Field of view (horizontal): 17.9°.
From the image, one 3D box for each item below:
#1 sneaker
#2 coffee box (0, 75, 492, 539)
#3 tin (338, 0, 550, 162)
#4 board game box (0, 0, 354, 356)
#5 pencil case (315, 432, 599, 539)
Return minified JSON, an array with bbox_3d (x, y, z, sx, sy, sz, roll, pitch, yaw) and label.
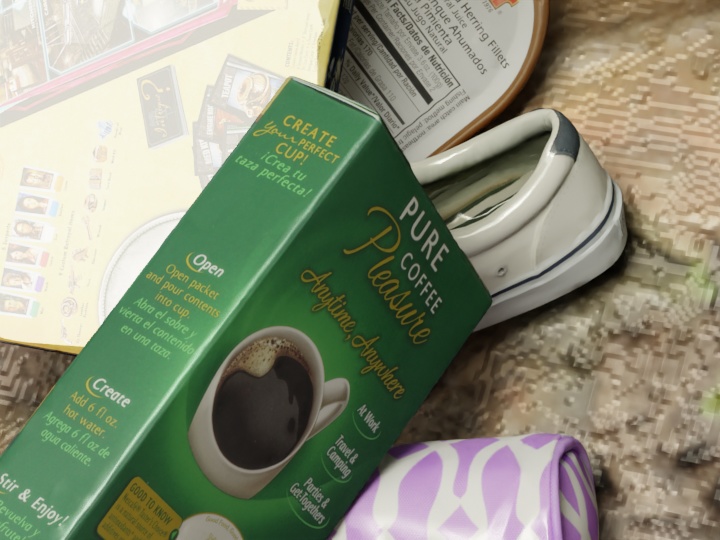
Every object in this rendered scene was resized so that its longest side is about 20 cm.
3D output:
[{"bbox_3d":[0.000,0.000,0.851,0.199,0.071,0.073,-30,38,0],"label":"sneaker"},{"bbox_3d":[-0.044,0.051,0.735,0.044,0.123,0.200,27,75,35],"label":"coffee box"},{"bbox_3d":[-0.017,-0.071,0.872,0.200,0.112,0.042,-38,35,1],"label":"tin"},{"bbox_3d":[-0.076,-0.066,0.813,0.135,0.035,0.201,11,87,7],"label":"board game box"},{"bbox_3d":[-0.007,0.106,0.815,0.199,0.084,0.086,-4,110,18],"label":"pencil case"}]
